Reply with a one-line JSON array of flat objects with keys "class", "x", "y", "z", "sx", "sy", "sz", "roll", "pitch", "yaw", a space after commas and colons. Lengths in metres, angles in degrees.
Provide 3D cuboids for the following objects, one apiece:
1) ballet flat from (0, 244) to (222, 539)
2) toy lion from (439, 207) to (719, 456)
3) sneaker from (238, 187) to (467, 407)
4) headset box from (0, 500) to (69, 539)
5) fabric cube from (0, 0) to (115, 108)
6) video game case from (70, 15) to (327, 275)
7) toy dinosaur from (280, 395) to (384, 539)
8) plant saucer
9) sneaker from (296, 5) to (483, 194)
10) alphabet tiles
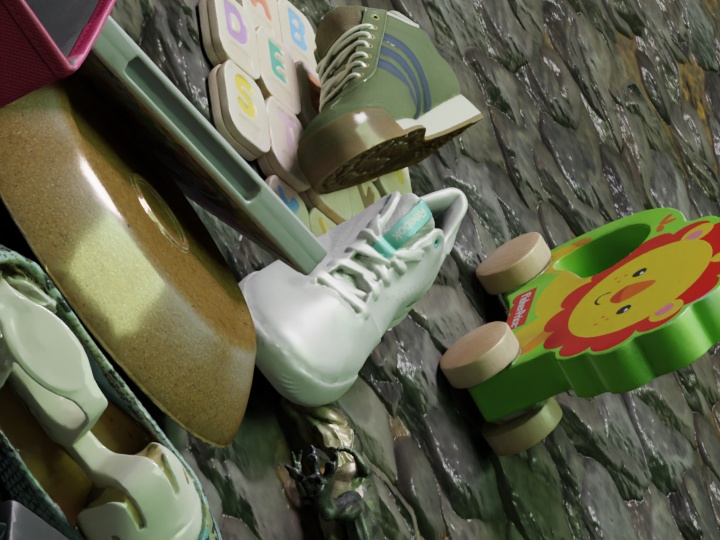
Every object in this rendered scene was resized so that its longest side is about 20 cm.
[{"class": "ballet flat", "x": -0.112, "y": 0.070, "z": 1.168, "sx": 0.200, "sy": 0.074, "sz": 0.074, "roll": 51, "pitch": 25, "yaw": -18}, {"class": "toy lion", "x": 0.149, "y": 0.017, "z": 1.658, "sx": 0.069, "sy": 0.191, "sz": 0.200, "roll": 58, "pitch": 22, "yaw": -16}, {"class": "sneaker", "x": 0.000, "y": 0.000, "z": 1.455, "sx": 0.075, "sy": 0.088, "sz": 0.200, "roll": 46, "pitch": 25, "yaw": 0}, {"class": "headset box", "x": -0.106, "y": 0.215, "z": 1.005, "sx": 0.174, "sy": 0.092, "sz": 0.201, "roll": 45, "pitch": 30, "yaw": -39}, {"class": "fabric cube", "x": -0.209, "y": -0.145, "z": 1.011, "sx": 0.200, "sy": 0.199, "sz": 0.197, "roll": 56, "pitch": 24, "yaw": -22}, {"class": "video game case", "x": -0.109, "y": -0.084, "z": 1.308, "sx": 0.200, "sy": 0.018, "sz": 0.143, "roll": 47, "pitch": -9, "yaw": -37}, {"class": "toy dinosaur", "x": -0.010, "y": 0.135, "z": 1.375, "sx": 0.088, "sy": 0.047, "sz": 0.201, "roll": 39, "pitch": 36, "yaw": -59}, {"class": "plant saucer", "x": -0.100, "y": -0.016, "z": 1.266, "sx": 0.201, "sy": 0.035, "sz": 0.200, "roll": 54, "pitch": 8, "yaw": -12}, {"class": "sneaker", "x": -0.001, "y": -0.099, "z": 1.583, "sx": 0.090, "sy": 0.067, "sz": 0.200, "roll": 58, "pitch": 22, "yaw": 4}, {"class": "alphabet tiles", "x": -0.024, "y": -0.069, "z": 1.595, "sx": 0.200, "sy": 0.015, "sz": 0.197, "roll": 39, "pitch": 33, "yaw": -47}]
